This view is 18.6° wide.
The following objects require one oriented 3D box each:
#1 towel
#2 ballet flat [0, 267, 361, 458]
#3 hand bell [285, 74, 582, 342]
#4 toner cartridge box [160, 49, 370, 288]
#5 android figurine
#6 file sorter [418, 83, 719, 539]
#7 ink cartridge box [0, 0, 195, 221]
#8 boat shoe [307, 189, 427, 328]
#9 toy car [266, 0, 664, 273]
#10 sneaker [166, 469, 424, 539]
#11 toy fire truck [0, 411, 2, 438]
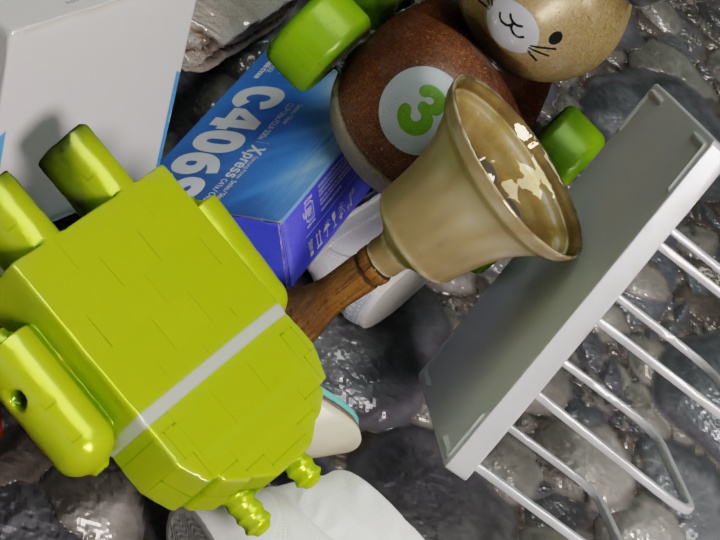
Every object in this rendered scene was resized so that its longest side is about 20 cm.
[{"bbox_3d":[-0.111,-0.176,1.250,0.132,0.035,0.200,38,20,0],"label":"towel"},{"bbox_3d":[-0.097,0.055,1.081,0.199,0.070,0.070,30,42,0],"label":"ballet flat"},{"bbox_3d":[0.000,0.000,1.090,0.104,0.199,0.104,45,25,-27],"label":"hand bell"},{"bbox_3d":[-0.039,-0.067,1.204,0.094,0.043,0.200,9,36,23],"label":"toner cartridge box"},{"bbox_3d":[-0.093,0.030,1.002,0.200,0.041,0.182,50,38,-2],"label":"android figurine"},{"bbox_3d":[0.143,0.034,1.105,0.124,0.200,0.139,37,10,-12],"label":"file sorter"},{"bbox_3d":[-0.201,-0.130,1.114,0.200,0.129,0.125,36,40,27],"label":"ink cartridge box"},{"bbox_3d":[0.036,-0.040,1.243,0.068,0.072,0.200,42,52,9],"label":"boat shoe"},{"bbox_3d":[0.082,-0.131,1.131,0.164,0.200,0.158,46,42,0],"label":"toy car"},{"bbox_3d":[0.005,0.175,1.014,0.115,0.074,0.201,-12,57,-34],"label":"sneaker"},{"bbox_3d":[-0.229,0.094,0.908,0.175,0.129,0.201,12,55,-38],"label":"toy fire truck"}]
